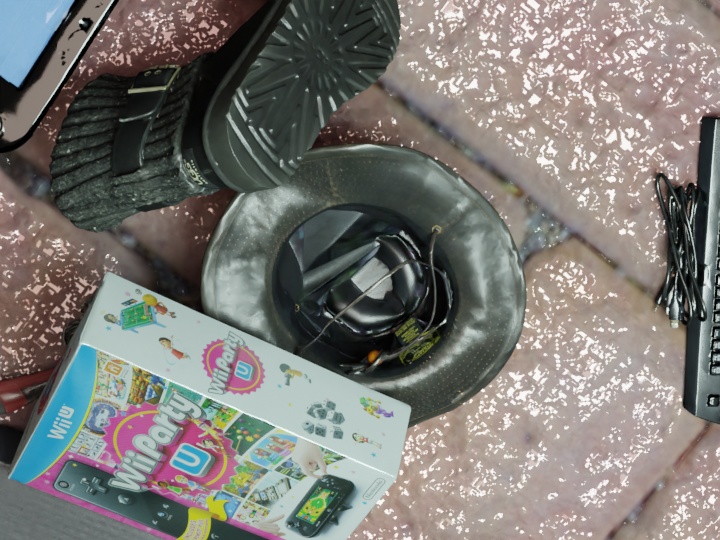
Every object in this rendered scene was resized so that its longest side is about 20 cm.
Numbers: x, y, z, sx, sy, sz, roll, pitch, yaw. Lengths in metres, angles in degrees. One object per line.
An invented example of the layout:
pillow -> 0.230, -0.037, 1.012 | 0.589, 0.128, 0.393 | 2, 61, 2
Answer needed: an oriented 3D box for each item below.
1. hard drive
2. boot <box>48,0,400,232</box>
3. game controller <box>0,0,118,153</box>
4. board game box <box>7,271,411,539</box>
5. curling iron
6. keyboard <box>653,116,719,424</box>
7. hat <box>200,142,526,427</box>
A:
hard drive -> -0.181, 0.187, 1.149 | 0.200, 0.042, 0.135 | 22, 99, -7
boot -> -0.082, -0.111, 1.076 | 0.158, 0.211, 0.079 | -11, 120, 41
game controller -> -0.200, -0.172, 1.082 | 0.104, 0.042, 0.200 | 33, 97, -8
board game box -> -0.092, 0.102, 1.084 | 0.200, 0.064, 0.148 | 24, 134, -11
curling iron -> -0.228, 0.070, 1.133 | 0.200, 0.026, 0.050 | -24, 100, 1
keyboard -> 0.238, 0.004, 1.139 | 0.104, 0.040, 0.200 | 0, 100, -4
hat -> 0.000, 0.000, 1.106 | 0.200, 0.081, 0.201 | -2, 114, -6
